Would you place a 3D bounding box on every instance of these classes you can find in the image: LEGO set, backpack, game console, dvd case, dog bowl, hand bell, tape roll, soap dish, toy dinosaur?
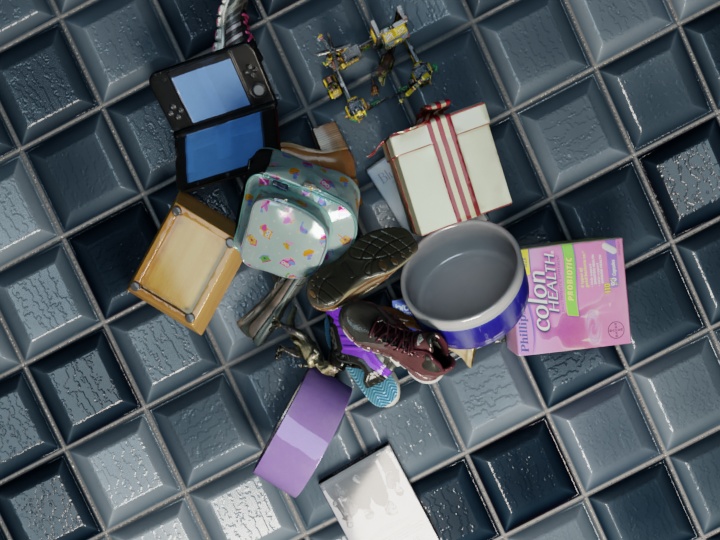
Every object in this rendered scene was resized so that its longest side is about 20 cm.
[{"bbox_3d":[0.029,-0.347,1.254,0.196,0.116,0.157,-19,93,1],"label":"LEGO set"},{"bbox_3d":[-0.097,-0.082,1.201,0.195,0.155,0.178,11,130,-14],"label":"backpack"},{"bbox_3d":[-0.243,-0.253,1.235,0.195,0.120,0.175,-14,127,13],"label":"game console"},{"bbox_3d":[0.034,0.434,1.342,0.148,0.025,0.203,-28,93,1],"label":"dvd case"},{"bbox_3d":[0.167,0.021,1.188,0.197,0.202,0.079,-29,135,2],"label":"dog bowl"},{"bbox_3d":[0.101,0.090,1.260,0.195,0.104,0.107,12,93,12],"label":"hand bell"},{"bbox_3d":[-0.096,0.265,1.246,0.084,0.200,0.203,29,93,-2],"label":"tape roll"},{"bbox_3d":[0.119,-0.134,1.316,0.141,0.018,0.202,-34,92,2],"label":"dvd case"},{"bbox_3d":[-0.297,-0.012,1.290,0.155,0.081,0.203,30,94,-2],"label":"soap dish"},{"bbox_3d":[-0.107,0.117,1.237,0.087,0.200,0.048,15,113,-37],"label":"toy dinosaur"}]

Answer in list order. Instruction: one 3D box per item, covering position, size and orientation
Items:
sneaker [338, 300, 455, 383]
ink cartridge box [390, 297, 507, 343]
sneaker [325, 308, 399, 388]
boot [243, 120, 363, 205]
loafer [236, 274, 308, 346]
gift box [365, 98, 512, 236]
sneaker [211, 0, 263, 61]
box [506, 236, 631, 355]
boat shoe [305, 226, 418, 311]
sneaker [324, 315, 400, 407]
[{"bbox_3d":[0.066,0.098,1.149,0.197,0.115,0.077,31,67,-9],"label":"sneaker"},{"bbox_3d":[0.155,0.088,1.314,0.194,0.044,0.097,-6,91,1],"label":"ink cartridge box"},{"bbox_3d":[-0.026,0.111,1.242,0.099,0.070,0.200,-44,71,-1],"label":"sneaker"},{"bbox_3d":[-0.100,-0.152,1.296,0.196,0.077,0.159,-21,97,-6],"label":"boot"},{"bbox_3d":[-0.144,0.034,1.300,0.062,0.072,0.202,34,93,5],"label":"loafer"},{"bbox_3d":[0.121,-0.168,1.214,0.195,0.184,0.191,-18,95,-6],"label":"gift box"},{"bbox_3d":[-0.203,-0.393,1.276,0.085,0.074,0.205,13,98,0],"label":"sneaker"},{"bbox_3d":[0.349,0.041,1.286,0.194,0.097,0.181,-6,93,1],"label":"box"},{"bbox_3d":[0.000,0.000,1.201,0.197,0.074,0.077,-28,71,-10],"label":"boat shoe"},{"bbox_3d":[0.001,0.150,1.305,0.076,0.081,0.203,-31,73,2],"label":"sneaker"}]
